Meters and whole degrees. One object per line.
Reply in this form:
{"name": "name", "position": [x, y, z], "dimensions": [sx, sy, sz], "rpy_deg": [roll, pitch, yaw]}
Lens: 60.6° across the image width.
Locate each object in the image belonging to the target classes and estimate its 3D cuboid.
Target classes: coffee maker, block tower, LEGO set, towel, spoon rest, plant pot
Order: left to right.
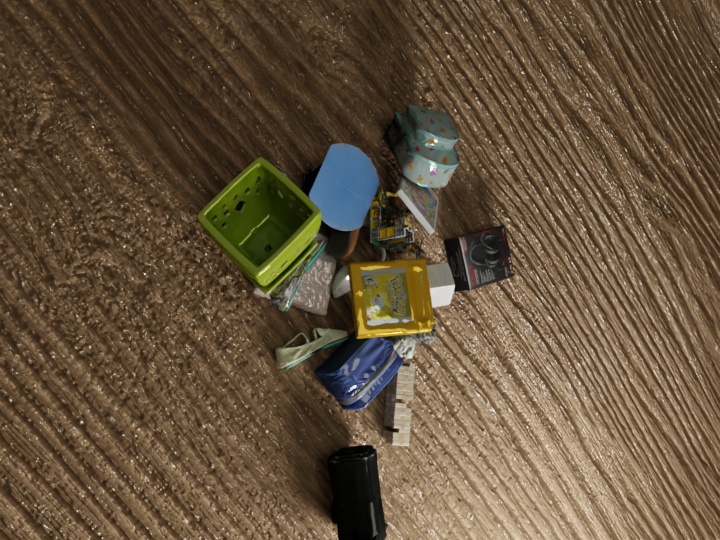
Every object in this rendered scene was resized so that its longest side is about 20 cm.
{"name": "plant pot", "position": [-0.209, -0.081, 1.342], "dimensions": [0.198, 0.182, 0.200], "rpy_deg": [41, 73, 15]}
{"name": "towel", "position": [-0.148, -0.009, 1.490], "dimensions": [0.196, 0.032, 0.197], "rpy_deg": [20, 76, -26]}
{"name": "coffee maker", "position": [-0.002, 0.525, 1.430], "dimensions": [0.131, 0.192, 0.207], "rpy_deg": [-9, 87, -13]}
{"name": "spoon rest", "position": [0.000, 0.000, 1.542], "dimensions": [0.060, 0.100, 0.200], "rpy_deg": [38, 57, 13]}
{"name": "block tower", "position": [0.098, 0.340, 1.583], "dimensions": [0.056, 0.054, 0.207], "rpy_deg": [12, 79, -28]}
{"name": "LEGO set", "position": [0.106, -0.119, 1.552], "dimensions": [0.199, 0.113, 0.158], "rpy_deg": [38, 51, -52]}

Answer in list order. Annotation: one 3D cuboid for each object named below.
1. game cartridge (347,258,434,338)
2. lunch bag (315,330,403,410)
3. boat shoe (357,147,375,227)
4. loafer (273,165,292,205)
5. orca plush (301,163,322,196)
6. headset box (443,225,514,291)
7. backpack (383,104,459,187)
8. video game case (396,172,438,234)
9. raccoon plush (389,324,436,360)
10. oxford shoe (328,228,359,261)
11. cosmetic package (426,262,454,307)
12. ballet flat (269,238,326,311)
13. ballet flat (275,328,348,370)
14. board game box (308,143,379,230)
{"name": "game cartridge", "position": [0.074, 0.064, 1.462], "dimensions": [0.194, 0.032, 0.182], "rpy_deg": [-4, 75, -13]}
{"name": "lunch bag", "position": [0.008, 0.237, 1.493], "dimensions": [0.199, 0.135, 0.134], "rpy_deg": [-42, 103, -26]}
{"name": "boat shoe", "position": [0.003, -0.212, 1.580], "dimensions": [0.062, 0.069, 0.206], "rpy_deg": [-1, 78, -70]}
{"name": "loafer", "position": [-0.160, -0.167, 1.457], "dimensions": [0.075, 0.069, 0.203], "rpy_deg": [-34, 91, -44]}
{"name": "orca plush", "position": [-0.074, -0.225, 1.505], "dimensions": [0.197, 0.071, 0.107], "rpy_deg": [-30, 86, -11]}
{"name": "headset box", "position": [0.329, -0.032, 1.740], "dimensions": [0.196, 0.077, 0.154], "rpy_deg": [-14, 92, -32]}
{"name": "backpack", "position": [0.171, -0.320, 1.597], "dimensions": [0.171, 0.154, 0.205], "rpy_deg": [5, 55, -30]}
{"name": "video game case", "position": [0.154, -0.196, 1.622], "dimensions": [0.144, 0.018, 0.202], "rpy_deg": [48, 27, -17]}
{"name": "raccoon plush", "position": [0.111, 0.133, 1.617], "dimensions": [0.130, 0.098, 0.204], "rpy_deg": [-11, 60, -15]}
{"name": "oxford shoe", "position": [-0.027, -0.120, 1.526], "dimensions": [0.071, 0.069, 0.205], "rpy_deg": [45, 60, -64]}
{"name": "cosmetic package", "position": [0.132, 0.048, 1.558], "dimensions": [0.194, 0.103, 0.076], "rpy_deg": [-10, 57, -7]}
{"name": "ballet flat", "position": [-0.150, -0.005, 1.434], "dimensions": [0.072, 0.071, 0.203], "rpy_deg": [38, 66, -20]}
{"name": "ballet flat", "position": [-0.115, 0.171, 1.473], "dimensions": [0.196, 0.067, 0.064], "rpy_deg": [-23, 86, -30]}
{"name": "board game box", "position": [-0.043, -0.195, 1.472], "dimensions": [0.156, 0.039, 0.205], "rpy_deg": [30, 75, -27]}
